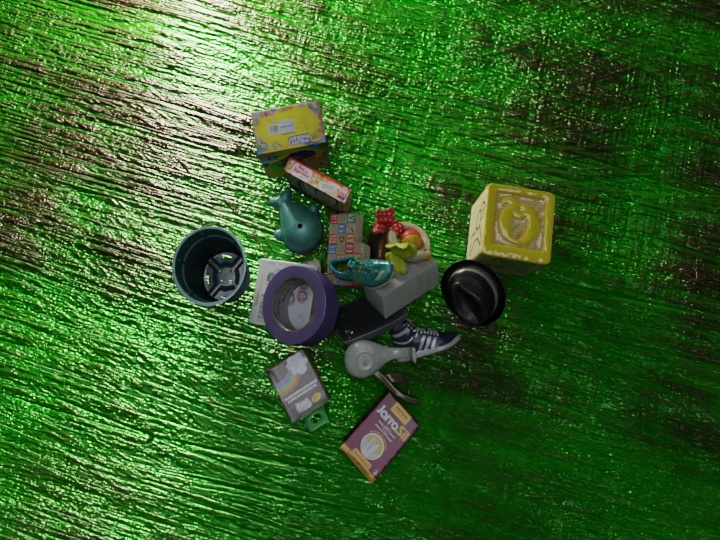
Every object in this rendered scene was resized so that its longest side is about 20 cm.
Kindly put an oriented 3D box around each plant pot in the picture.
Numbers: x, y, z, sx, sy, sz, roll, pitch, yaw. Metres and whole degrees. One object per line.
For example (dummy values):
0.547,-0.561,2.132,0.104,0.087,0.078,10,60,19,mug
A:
-0.391,0.002,1.486,0.191,0.196,0.209,0,82,0,plant pot

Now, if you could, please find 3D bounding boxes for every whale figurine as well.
-0.189,-0.146,1.558,0.156,0.104,0.204,-32,83,-5,whale figurine

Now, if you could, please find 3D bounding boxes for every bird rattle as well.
0.115,-0.081,1.492,0.157,0.115,0.204,4,42,-19,bird rattle

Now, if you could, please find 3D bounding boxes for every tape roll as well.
-0.160,0.095,1.440,0.192,0.085,0.209,-4,79,22,tape roll

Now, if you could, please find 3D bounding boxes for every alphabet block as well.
0.413,-0.107,1.510,0.188,0.200,0.204,7,81,0,alphabet block

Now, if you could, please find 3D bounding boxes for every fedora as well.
0.305,0.077,1.492,0.193,0.092,0.208,10,117,19,fedora

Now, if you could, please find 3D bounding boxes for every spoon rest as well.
0.053,0.236,1.468,0.191,0.061,0.104,-4,92,-4,spoon rest

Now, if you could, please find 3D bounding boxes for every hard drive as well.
0.027,0.130,1.517,0.194,0.043,0.136,-23,43,-6,hard drive

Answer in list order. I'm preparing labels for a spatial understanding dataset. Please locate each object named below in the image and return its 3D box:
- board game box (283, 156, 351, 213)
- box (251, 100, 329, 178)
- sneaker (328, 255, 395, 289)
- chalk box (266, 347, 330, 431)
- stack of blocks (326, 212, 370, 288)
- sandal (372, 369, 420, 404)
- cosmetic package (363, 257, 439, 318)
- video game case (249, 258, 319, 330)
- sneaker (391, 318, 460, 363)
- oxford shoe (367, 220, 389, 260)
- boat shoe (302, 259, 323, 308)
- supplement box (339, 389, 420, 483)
-0.119,-0.236,1.550,0.195,0.152,0.047,29,82,3,board game box
-0.195,-0.371,1.548,0.192,0.193,0.127,-11,81,-2,box
0.000,0.000,1.431,0.193,0.079,0.081,1,70,31,sneaker
-0.156,0.332,1.476,0.121,0.124,0.205,-28,83,-6,chalk box
-0.033,-0.057,1.548,0.111,0.058,0.209,-1,80,24,stack of blocks
0.091,0.302,1.503,0.199,0.080,0.058,40,87,6,sandal
0.113,0.028,1.501,0.196,0.087,0.107,-30,44,-18,cosmetic package
-0.216,0.070,1.526,0.193,0.024,0.190,7,83,24,video game case
0.180,0.179,1.520,0.193,0.070,0.113,-17,94,0,sneaker
0.061,-0.057,1.577,0.069,0.071,0.209,12,78,-28,oxford shoe
-0.140,0.072,1.546,0.066,0.074,0.209,-3,73,3,boat shoe
0.053,0.448,1.469,0.131,0.103,0.200,43,83,6,supplement box
